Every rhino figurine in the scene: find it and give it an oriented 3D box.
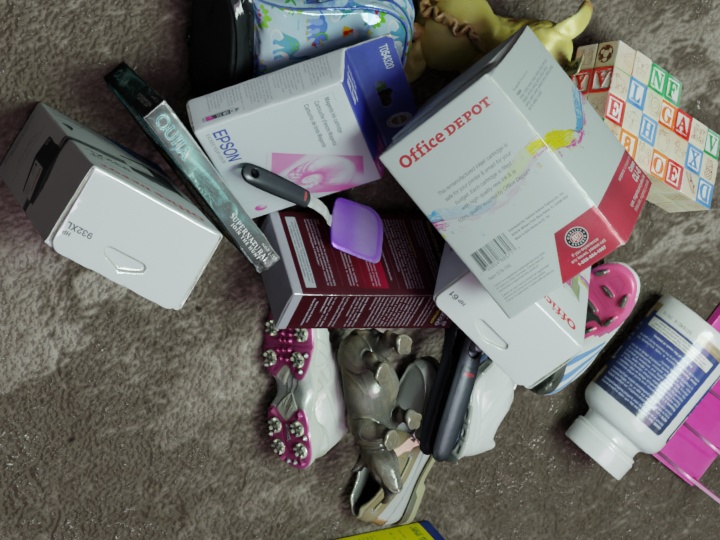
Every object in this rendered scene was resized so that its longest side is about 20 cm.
[{"bbox_3d":[0.018,0.152,1.756,0.059,0.087,0.202,-19,115,-33],"label":"rhino figurine"}]

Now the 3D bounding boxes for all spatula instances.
[{"bbox_3d":[-0.045,-0.063,1.633,0.199,0.020,0.057,28,61,-46],"label":"spatula"}]

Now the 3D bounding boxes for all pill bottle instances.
[{"bbox_3d":[0.328,0.137,1.935,0.111,0.111,0.201,39,91,-32],"label":"pill bottle"}]

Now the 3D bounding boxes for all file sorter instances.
[{"bbox_3d":[0.443,0.169,1.994,0.139,0.125,0.201,36,92,-32],"label":"file sorter"}]

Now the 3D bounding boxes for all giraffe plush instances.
[{"bbox_3d":[0.119,-0.215,1.673,0.161,0.200,0.174,25,70,-7],"label":"giraffe plush"}]

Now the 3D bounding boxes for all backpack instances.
[{"bbox_3d":[-0.048,-0.231,1.593,0.198,0.154,0.164,-20,139,-32],"label":"backpack"}]

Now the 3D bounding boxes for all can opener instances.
[{"bbox_3d":[0.106,0.103,1.777,0.078,0.063,0.202,18,86,-21],"label":"can opener"}]

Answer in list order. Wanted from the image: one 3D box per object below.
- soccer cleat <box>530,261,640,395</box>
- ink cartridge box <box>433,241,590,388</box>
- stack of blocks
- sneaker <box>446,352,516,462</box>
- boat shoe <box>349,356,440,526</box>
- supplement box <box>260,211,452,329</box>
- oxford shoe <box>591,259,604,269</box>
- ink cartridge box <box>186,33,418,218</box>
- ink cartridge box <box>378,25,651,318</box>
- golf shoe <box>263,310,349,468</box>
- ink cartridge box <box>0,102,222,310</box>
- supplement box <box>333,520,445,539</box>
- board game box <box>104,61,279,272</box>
[{"bbox_3d":[0.248,0.057,1.858,0.086,0.070,0.201,-22,155,-51],"label":"soccer cleat"},{"bbox_3d":[0.160,-0.001,1.723,0.144,0.201,0.084,43,123,-18],"label":"ink cartridge box"},{"bbox_3d":[0.305,-0.151,1.808,0.199,0.058,0.117,25,72,-40],"label":"stack of blocks"},{"bbox_3d":[0.137,0.114,1.870,0.087,0.074,0.202,4,111,-47],"label":"sneaker"},{"bbox_3d":[0.041,0.190,1.841,0.068,0.075,0.202,1,111,-32],"label":"boat shoe"},{"bbox_3d":[0.000,0.000,1.717,0.198,0.110,0.061,1,141,-25],"label":"supplement box"},{"bbox_3d":[0.213,-0.068,1.827,0.071,0.071,0.202,-23,110,-3],"label":"oxford shoe"},{"bbox_3d":[-0.043,-0.130,1.594,0.198,0.044,0.197,-17,155,6],"label":"ink cartridge box"},{"bbox_3d":[0.146,-0.094,1.570,0.145,0.145,0.201,-34,100,32],"label":"ink cartridge box"},{"bbox_3d":[-0.052,0.104,1.774,0.091,0.075,0.202,-18,117,-43],"label":"golf shoe"},{"bbox_3d":[-0.230,-0.061,1.533,0.144,0.200,0.084,29,97,-31],"label":"ink cartridge box"},{"bbox_3d":[0.008,0.367,1.878,0.198,0.109,0.111,-8,114,-22],"label":"supplement box"},{"bbox_3d":[-0.159,-0.097,1.592,0.028,0.135,0.201,-39,122,-6],"label":"board game box"}]
